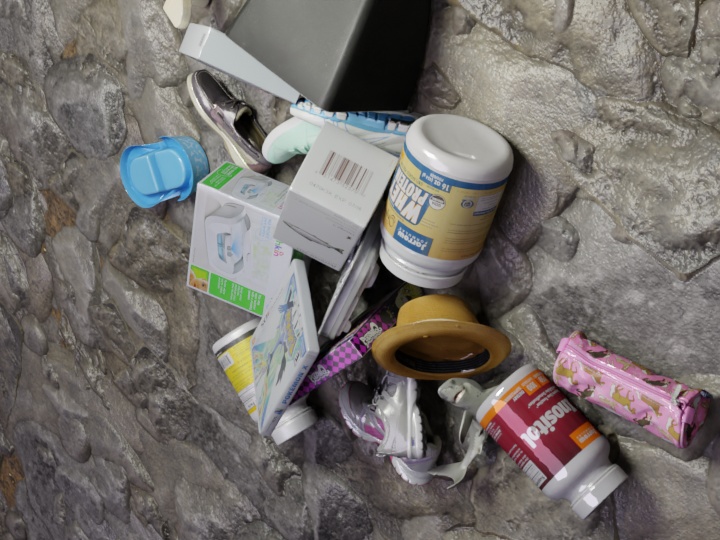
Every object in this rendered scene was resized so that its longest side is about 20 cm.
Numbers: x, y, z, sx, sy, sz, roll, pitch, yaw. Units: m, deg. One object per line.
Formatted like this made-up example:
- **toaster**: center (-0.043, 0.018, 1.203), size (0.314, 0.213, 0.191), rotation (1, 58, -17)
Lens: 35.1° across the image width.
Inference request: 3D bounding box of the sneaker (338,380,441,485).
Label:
- **sneaker**: center (0.054, 0.233, 1.763), size (0.200, 0.081, 0.088), rotation (40, 127, 15)

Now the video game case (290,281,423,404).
- **video game case**: center (-0.016, 0.106, 1.692), size (0.036, 0.181, 0.200), rotation (50, 135, -3)

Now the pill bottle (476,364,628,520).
- **pill bottle**: center (0.261, 0.233, 1.539), size (0.200, 0.113, 0.113), rotation (46, 133, 17)

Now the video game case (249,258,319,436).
- **video game case**: center (-0.116, 0.112, 1.690), size (0.182, 0.022, 0.200), rotation (-60, 27, 33)

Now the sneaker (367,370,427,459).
- **sneaker**: center (0.048, 0.182, 1.691), size (0.082, 0.075, 0.200), rotation (-8, 69, 6)

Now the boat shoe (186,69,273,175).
- **boat shoe**: center (-0.197, -0.239, 1.798), size (0.065, 0.072, 0.200), rotation (-35, 87, 40)

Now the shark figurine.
- **shark figurine**: center (0.150, 0.210, 1.654), size (0.089, 0.128, 0.215), rotation (40, 145, 41)

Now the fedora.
- **fedora**: center (0.112, 0.087, 1.597), size (0.201, 0.200, 0.082), rotation (-35, 48, 45)

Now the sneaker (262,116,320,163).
- **sneaker**: center (-0.065, -0.173, 1.692), size (0.200, 0.074, 0.118), rotation (-28, 82, 43)

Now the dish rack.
- **dish rack**: center (0.000, 0.000, 1.645), size (0.043, 0.200, 0.172), rotation (26, 128, -2)

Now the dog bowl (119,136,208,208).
- **dog bowl**: center (-0.337, -0.174, 1.967), size (0.200, 0.050, 0.112), rotation (-8, 102, 44)

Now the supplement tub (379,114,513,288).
- **supplement tub**: center (0.109, -0.091, 1.519), size (0.145, 0.145, 0.200), rotation (36, 128, 26)

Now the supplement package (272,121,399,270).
- **supplement package**: center (-0.039, -0.099, 1.596), size (0.117, 0.117, 0.200), rotation (26, 160, -2)

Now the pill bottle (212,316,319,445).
- **pill bottle**: center (-0.153, 0.186, 1.905), size (0.111, 0.111, 0.200), rotation (-36, 82, 45)

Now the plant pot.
- **plant pot**: center (-0.022, -0.339, 1.516), size (0.200, 0.199, 0.178), rotation (39, 117, 24)

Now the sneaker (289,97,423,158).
- **sneaker**: center (-0.007, -0.188, 1.590), size (0.200, 0.075, 0.087), rotation (16, 118, 9)

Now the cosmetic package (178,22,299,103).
- **cosmetic package**: center (-0.171, -0.298, 1.630), size (0.052, 0.151, 0.200), rotation (-67, 20, 6)

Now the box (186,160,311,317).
- **box**: center (-0.168, -0.044, 1.795), size (0.176, 0.097, 0.200), rotation (23, 126, 14)

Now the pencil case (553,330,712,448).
- **pencil case**: center (0.341, 0.150, 1.450), size (0.200, 0.083, 0.087), rotation (26, 124, 34)

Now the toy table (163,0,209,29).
- **toy table**: center (-0.281, -0.467, 1.717), size (0.117, 0.184, 0.200), rotation (-50, 45, 29)
